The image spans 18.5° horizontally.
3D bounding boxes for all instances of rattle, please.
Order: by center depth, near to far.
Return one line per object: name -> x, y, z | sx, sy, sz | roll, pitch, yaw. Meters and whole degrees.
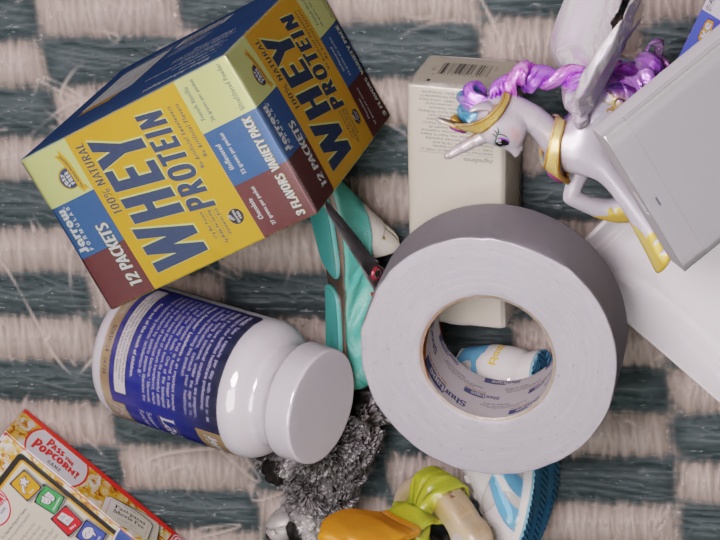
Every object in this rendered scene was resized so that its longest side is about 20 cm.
rattle -> 0.034, 0.267, 1.822 | 0.130, 0.143, 0.201 | 38, 140, 19

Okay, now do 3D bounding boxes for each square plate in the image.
square plate -> 0.290, -0.010, 1.696 | 0.198, 0.028, 0.200 | 40, 120, -3

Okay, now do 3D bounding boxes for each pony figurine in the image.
pony figurine -> 0.178, -0.122, 1.598 | 0.199, 0.167, 0.194 | 30, 106, -12

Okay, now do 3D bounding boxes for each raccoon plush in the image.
raccoon plush -> 0.002, 0.176, 1.845 | 0.199, 0.097, 0.135 | -19, 115, 24

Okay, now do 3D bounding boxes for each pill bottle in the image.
pill bottle -> -0.111, 0.086, 1.792 | 0.199, 0.116, 0.117 | 15, 120, 32

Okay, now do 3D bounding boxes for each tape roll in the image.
tape roll -> 0.102, 0.053, 1.688 | 0.198, 0.066, 0.202 | 5, 116, 11

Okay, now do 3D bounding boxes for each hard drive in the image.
hard drive -> 0.265, -0.109, 1.496 | 0.200, 0.026, 0.132 | -39, 124, -3

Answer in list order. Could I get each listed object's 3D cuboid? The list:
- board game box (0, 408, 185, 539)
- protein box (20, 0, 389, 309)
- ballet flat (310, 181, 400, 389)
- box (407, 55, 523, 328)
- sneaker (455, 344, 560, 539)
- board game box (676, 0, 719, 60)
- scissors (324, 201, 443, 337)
board game box -> -0.270, 0.244, 1.986 | 0.200, 0.046, 0.152 | 40, 120, -3
protein box -> -0.114, -0.101, 1.685 | 0.198, 0.200, 0.136 | -24, 105, 26
ballet flat -> 0.000, 0.000, 1.781 | 0.070, 0.067, 0.202 | -14, 117, -16
box -> 0.083, -0.061, 1.717 | 0.081, 0.068, 0.202 | 7, 116, 14
sneaker -> 0.115, 0.154, 1.809 | 0.080, 0.076, 0.202 | 8, 110, 23
board game box -> 0.303, -0.103, 1.560 | 0.199, 0.045, 0.135 | 17, 106, -31
scissors -> 0.019, 0.005, 1.750 | 0.014, 0.073, 0.201 | 20, 140, 45
